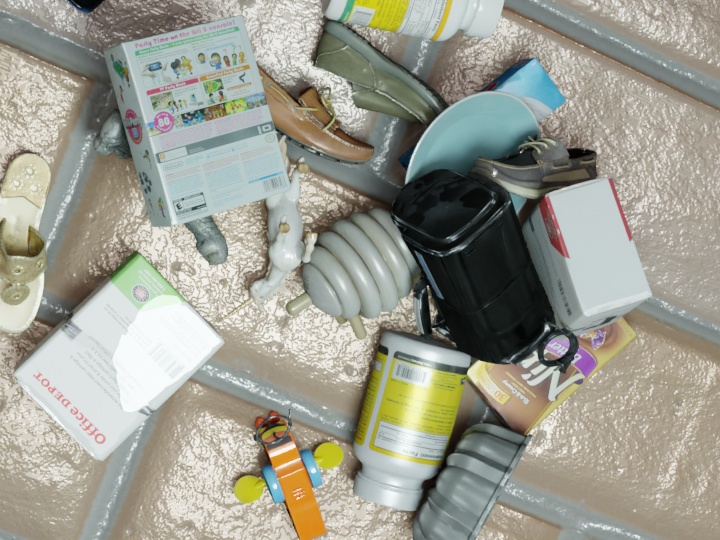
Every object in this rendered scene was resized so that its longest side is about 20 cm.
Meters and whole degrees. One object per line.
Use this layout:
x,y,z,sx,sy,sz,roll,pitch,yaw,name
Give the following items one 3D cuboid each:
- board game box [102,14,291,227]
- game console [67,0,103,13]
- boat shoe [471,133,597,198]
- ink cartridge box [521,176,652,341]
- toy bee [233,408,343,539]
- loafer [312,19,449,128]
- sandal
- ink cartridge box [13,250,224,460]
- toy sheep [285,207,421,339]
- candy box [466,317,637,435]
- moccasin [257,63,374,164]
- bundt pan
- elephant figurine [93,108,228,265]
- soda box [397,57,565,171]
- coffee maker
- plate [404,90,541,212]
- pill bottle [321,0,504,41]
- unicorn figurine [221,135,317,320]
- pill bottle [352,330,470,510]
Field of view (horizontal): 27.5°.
-0.176,-0.162,1.596,0.147,0.064,0.200,-18,99,-28,board game box
-0.321,-0.408,1.635,0.200,0.118,0.171,44,86,-13,game console
0.205,-0.124,1.722,0.200,0.074,0.073,2,104,-47,boat shoe
0.256,-0.010,1.705,0.083,0.200,0.147,-16,81,-5,ink cartridge box
-0.084,0.222,1.764,0.131,0.109,0.200,-3,121,-20,toy bee
0.026,-0.215,1.741,0.200,0.075,0.070,39,101,11,loafer
-0.393,-0.029,1.679,0.078,0.070,0.212,9,93,-12,sandal
-0.281,0.097,1.707,0.200,0.084,0.146,-44,102,-5,ink cartridge box
0.000,0.000,1.737,0.200,0.138,0.138,-35,101,-18,toy sheep
0.231,0.100,1.831,0.200,0.056,0.117,-41,102,-4,candy box
-0.070,-0.191,1.736,0.201,0.074,0.078,31,96,-3,moccasin
0.126,0.267,1.763,0.076,0.202,0.202,28,89,10,bundt pan
-0.192,-0.131,1.685,0.200,0.142,0.155,36,102,-6,elephant figurine
0.147,-0.170,1.784,0.200,0.064,0.068,-39,101,-5,soda box
0.143,-0.003,1.654,0.135,0.192,0.200,-60,142,-31,coffee maker
0.128,-0.119,1.724,0.200,0.026,0.200,-18,125,-27,plate
0.063,-0.332,1.726,0.200,0.113,0.113,10,93,-12,pill bottle
-0.093,-0.043,1.716,0.074,0.137,0.200,16,68,-9,unicorn figurine
0.056,0.181,1.772,0.112,0.112,0.200,15,93,-13,pill bottle
